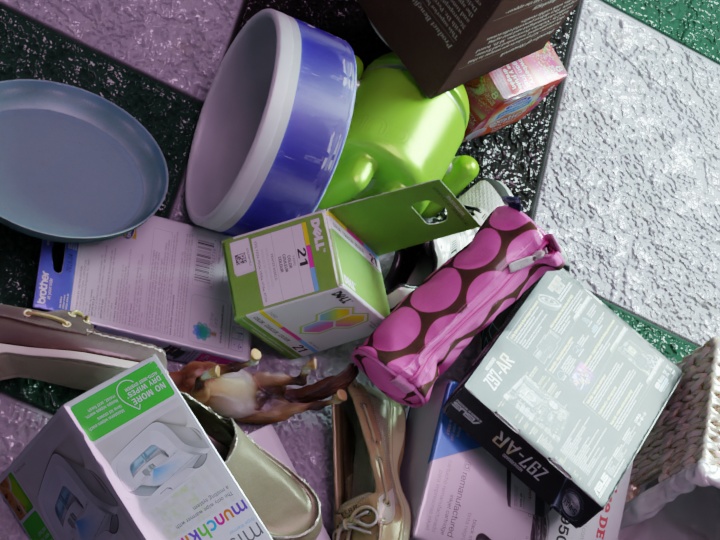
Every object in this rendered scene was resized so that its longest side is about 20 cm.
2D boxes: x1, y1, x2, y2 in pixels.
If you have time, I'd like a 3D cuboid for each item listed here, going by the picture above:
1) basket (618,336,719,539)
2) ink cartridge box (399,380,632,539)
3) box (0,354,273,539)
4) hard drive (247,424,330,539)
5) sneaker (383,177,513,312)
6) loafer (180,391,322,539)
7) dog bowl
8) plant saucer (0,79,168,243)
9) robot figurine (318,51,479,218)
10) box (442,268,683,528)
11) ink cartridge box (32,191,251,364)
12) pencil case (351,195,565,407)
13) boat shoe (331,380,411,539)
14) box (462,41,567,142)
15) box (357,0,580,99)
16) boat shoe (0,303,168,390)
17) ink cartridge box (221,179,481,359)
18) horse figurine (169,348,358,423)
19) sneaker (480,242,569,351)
[{"bbox_3d":[0.349,0.195,1.745,0.199,0.198,0.162,25,56,-15],"label":"basket"},{"bbox_3d":[0.134,0.198,1.681,0.199,0.084,0.146,20,75,-19],"label":"ink cartridge box"},{"bbox_3d":[-0.178,0.189,1.468,0.096,0.200,0.177,-29,83,-34],"label":"box"},{"bbox_3d":[-0.086,0.245,1.595,0.131,0.026,0.201,-22,78,-34],"label":"hard drive"},{"bbox_3d":[0.082,-0.023,1.754,0.201,0.075,0.088,-59,136,-30],"label":"sneaker"},{"bbox_3d":[-0.112,0.167,1.559,0.199,0.068,0.076,32,56,-11],"label":"loafer"},{"bbox_3d":[-0.082,-0.125,1.666,0.078,0.200,0.201,18,60,-22],"label":"dog bowl"},{"bbox_3d":[-0.266,-0.091,1.625,0.199,0.028,0.201,14,41,-12],"label":"plant saucer"},{"bbox_3d":[0.033,-0.126,1.778,0.175,0.116,0.201,38,55,-15],"label":"robot figurine"},{"bbox_3d":[0.182,0.106,1.658,0.160,0.044,0.200,40,45,0],"label":"box"},{"bbox_3d":[-0.190,0.011,1.643,0.199,0.042,0.120,16,60,-23],"label":"ink cartridge box"},{"bbox_3d":[0.087,0.032,1.633,0.200,0.094,0.091,-46,119,-9],"label":"pencil case"},{"bbox_3d":[0.000,0.189,1.628,0.063,0.073,0.202,29,49,-32],"label":"boat shoe"},{"bbox_3d":[0.106,-0.244,1.883,0.095,0.100,0.201,-23,78,-33],"label":"box"},{"bbox_3d":[0.112,-0.298,1.719,0.164,0.200,0.166,-27,75,-34],"label":"box"},{"bbox_3d":[-0.254,0.060,1.544,0.198,0.072,0.060,5,63,0],"label":"boat shoe"},{"bbox_3d":[0.000,0.000,1.625,0.199,0.148,0.076,-16,69,14],"label":"ink cartridge box"},{"bbox_3d":[-0.098,0.099,1.613,0.199,0.132,0.050,11,69,-36],"label":"horse figurine"},{"bbox_3d":[0.149,0.067,1.780,0.075,0.079,0.201,18,80,-25],"label":"sneaker"}]
